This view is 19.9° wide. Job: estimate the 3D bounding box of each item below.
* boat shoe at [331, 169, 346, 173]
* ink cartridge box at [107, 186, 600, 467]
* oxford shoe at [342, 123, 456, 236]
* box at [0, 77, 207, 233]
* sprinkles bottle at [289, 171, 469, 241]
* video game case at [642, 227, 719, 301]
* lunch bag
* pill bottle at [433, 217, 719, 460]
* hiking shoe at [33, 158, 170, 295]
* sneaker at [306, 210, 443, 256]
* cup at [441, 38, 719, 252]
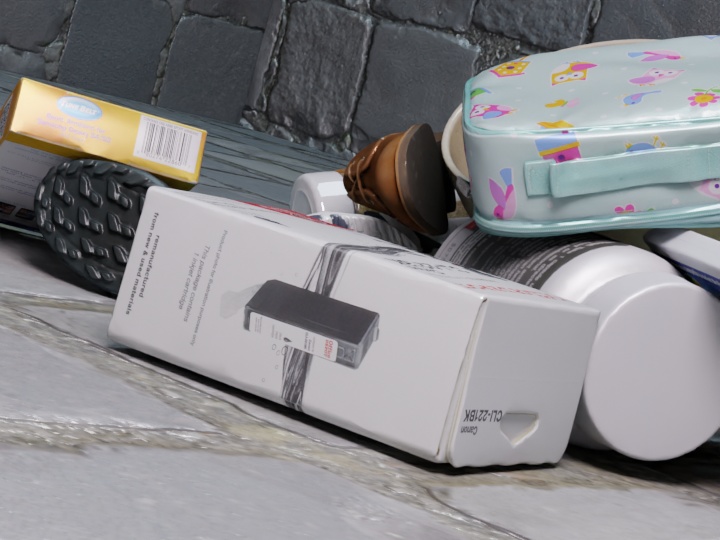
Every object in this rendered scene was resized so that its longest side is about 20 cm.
[{"bbox_3d":[0.025,-0.013,1.599,0.070,0.070,0.200,-28,33,-7],"label":"boat shoe"},{"bbox_3d":[0.000,0.028,1.025,0.200,0.084,0.144,19,6,29],"label":"ink cartridge box"},{"bbox_3d":[0.022,-0.056,1.329,0.071,0.072,0.200,-5,2,6],"label":"oxford shoe"},{"bbox_3d":[-0.183,-0.061,1.303,0.119,0.042,0.200,15,-16,-18],"label":"box"},{"bbox_3d":[0.050,-0.044,1.499,0.199,0.069,0.068,-5,13,-22],"label":"sprinkles bottle"},{"bbox_3d":[0.236,0.062,1.109,0.200,0.018,0.143,51,-2,-12],"label":"video game case"},{"bbox_3d":[0.151,-0.072,1.161,0.199,0.077,0.160,-6,23,6],"label":"lunch bag"},{"bbox_3d":[0.121,0.035,1.149,0.114,0.114,0.200,13,6,-23],"label":"pill bottle"},{"bbox_3d":[-0.102,-0.004,1.221,0.199,0.075,0.087,23,-7,9],"label":"hiking shoe"},{"bbox_3d":[0.000,0.000,1.377,0.199,0.080,0.129,6,5,-36],"label":"sneaker"},{"bbox_3d":[0.165,-0.041,1.341,0.200,0.144,0.201,-12,31,7],"label":"cup"}]
